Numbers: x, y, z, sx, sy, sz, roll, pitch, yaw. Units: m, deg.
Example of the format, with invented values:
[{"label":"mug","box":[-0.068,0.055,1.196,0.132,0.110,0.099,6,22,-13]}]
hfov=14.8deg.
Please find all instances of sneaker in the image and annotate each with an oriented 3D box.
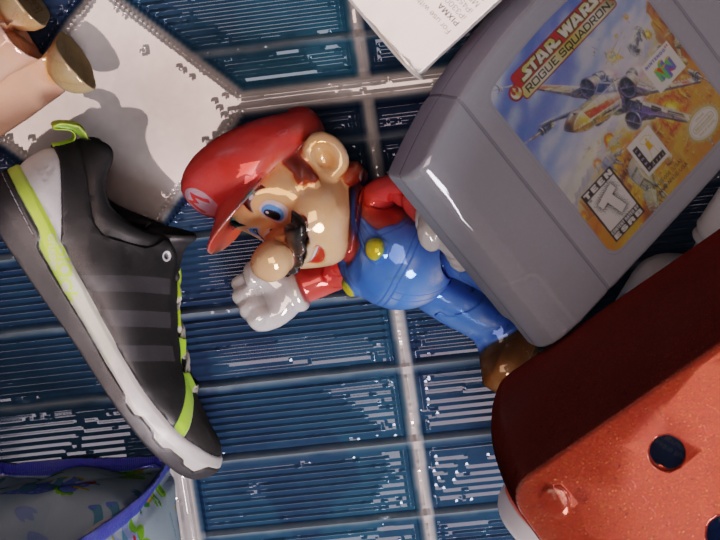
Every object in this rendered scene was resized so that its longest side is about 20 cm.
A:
[{"label":"sneaker","box":[-0.110,0.016,1.404,0.083,0.072,0.200,-34,110,-5]}]

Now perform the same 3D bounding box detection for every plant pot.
[{"label":"plant pot","box":[0.172,0.096,1.219,0.200,0.176,0.200,-36,88,18]}]

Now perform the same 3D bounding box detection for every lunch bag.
[{"label":"lunch bag","box":[-0.157,0.201,1.393,0.127,0.200,0.170,-5,105,7]}]

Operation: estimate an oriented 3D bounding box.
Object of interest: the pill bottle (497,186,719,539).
[{"label":"pill bottle","box":[0.162,0.062,1.367,0.112,0.112,0.200,29,107,-2]}]

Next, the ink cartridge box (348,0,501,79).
[{"label":"ink cartridge box","box":[0.077,-0.194,1.292,0.200,0.147,0.083,-42,95,14]}]

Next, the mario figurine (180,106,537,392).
[{"label":"mario figurine","box":[0.000,0.000,1.373,0.200,0.106,0.123,26,106,-3]}]

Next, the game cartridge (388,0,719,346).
[{"label":"game cartridge","box":[0.112,-0.079,1.318,0.200,0.042,0.133,-47,117,-15]}]

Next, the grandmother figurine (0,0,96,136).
[{"label":"grandmother figurine","box":[-0.237,-0.068,1.408,0.200,0.061,0.121,-37,89,11]}]
